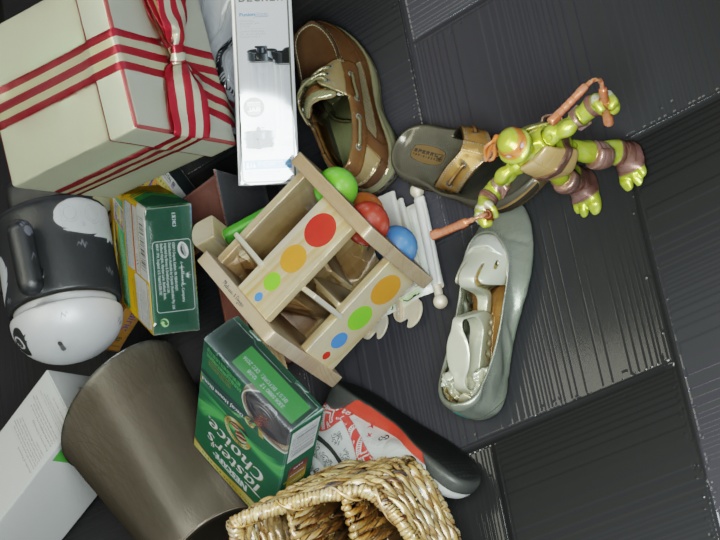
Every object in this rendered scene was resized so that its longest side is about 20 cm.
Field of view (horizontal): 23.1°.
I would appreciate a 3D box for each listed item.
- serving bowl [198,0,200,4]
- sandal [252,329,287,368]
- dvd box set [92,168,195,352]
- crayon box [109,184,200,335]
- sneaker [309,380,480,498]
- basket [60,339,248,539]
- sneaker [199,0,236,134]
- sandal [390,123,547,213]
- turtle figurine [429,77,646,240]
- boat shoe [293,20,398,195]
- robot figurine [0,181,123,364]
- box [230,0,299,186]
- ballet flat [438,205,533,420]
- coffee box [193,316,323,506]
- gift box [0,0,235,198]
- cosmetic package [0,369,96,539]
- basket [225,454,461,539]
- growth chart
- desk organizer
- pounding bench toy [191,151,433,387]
[{"bbox_3d":[-0.241,-0.237,1.860,0.199,0.065,0.202,1,91,55],"label":"serving bowl"},{"bbox_3d":[-0.068,0.138,1.681,0.077,0.069,0.213,29,136,38],"label":"sandal"},{"bbox_3d":[-0.255,-0.034,1.925,0.201,0.029,0.147,-55,50,19],"label":"dvd box set"},{"bbox_3d":[-0.211,-0.017,1.789,0.200,0.051,0.127,-153,58,-69],"label":"crayon box"},{"bbox_3d":[0.024,0.189,1.595,0.201,0.067,0.109,32,103,45],"label":"sneaker"},{"bbox_3d":[-0.190,0.202,1.745,0.200,0.135,0.181,49,129,33],"label":"basket"},{"bbox_3d":[-0.142,-0.237,1.841,0.114,0.075,0.202,-1,76,44],"label":"sneaker"},{"bbox_3d":[0.095,-0.105,1.595,0.199,0.054,0.082,19,77,46],"label":"sandal"},{"bbox_3d":[0.155,-0.089,1.472,0.200,0.161,0.065,-46,54,25],"label":"turtle figurine"},{"bbox_3d":[-0.022,-0.166,1.711,0.076,0.074,0.201,-42,55,27],"label":"boat shoe"},{"bbox_3d":[-0.318,-0.001,1.840,0.125,0.149,0.202,-31,65,48],"label":"robot figurine"},{"bbox_3d":[-0.094,-0.184,1.721,0.060,0.117,0.202,-3,92,-3],"label":"box"},{"bbox_3d":[0.109,0.031,1.554,0.067,0.063,0.202,3,82,42],"label":"ballet flat"},{"bbox_3d":[-0.096,0.143,1.597,0.123,0.044,0.201,46,152,19],"label":"coffee box"},{"bbox_3d":[-0.230,-0.186,1.709,0.186,0.199,0.186,-21,82,29],"label":"gift box"},{"bbox_3d":[-0.335,0.208,1.891,0.200,0.107,0.085,-52,52,23],"label":"cosmetic package"},{"bbox_3d":[0.001,0.274,1.497,0.142,0.148,0.202,-10,97,41],"label":"basket"},{"bbox_3d":[0.000,0.000,1.692,0.199,0.018,0.146,-18,69,39],"label":"growth chart"},{"bbox_3d":[-0.126,0.009,1.770,0.077,0.071,0.202,-32,60,35],"label":"desk organizer"},{"bbox_3d":[-0.055,-0.028,1.634,0.156,0.124,0.200,-47,53,4],"label":"pounding bench toy"}]
